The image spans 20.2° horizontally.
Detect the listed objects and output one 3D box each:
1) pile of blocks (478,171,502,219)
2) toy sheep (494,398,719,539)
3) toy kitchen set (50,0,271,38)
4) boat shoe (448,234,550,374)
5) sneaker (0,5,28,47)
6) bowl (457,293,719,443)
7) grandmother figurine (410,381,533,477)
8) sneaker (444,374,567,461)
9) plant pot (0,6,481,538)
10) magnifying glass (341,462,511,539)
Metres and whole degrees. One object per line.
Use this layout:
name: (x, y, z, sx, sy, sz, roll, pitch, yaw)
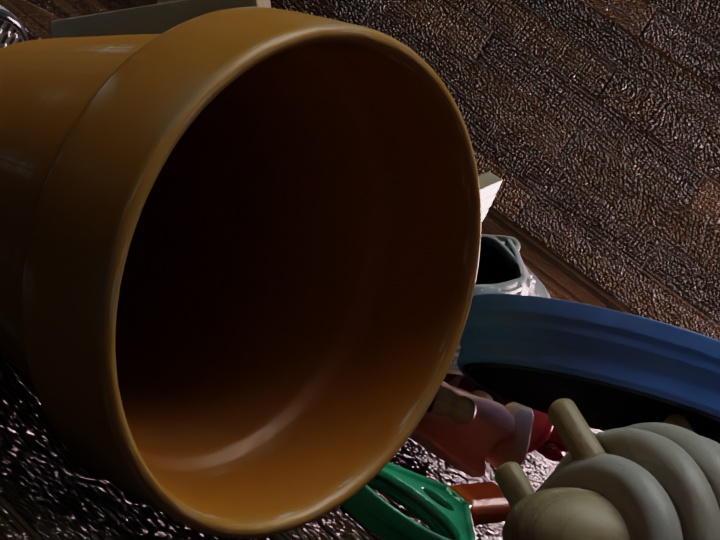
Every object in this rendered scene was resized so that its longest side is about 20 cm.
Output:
pile of blocks: (0.012, -0.015, 1.299, 0.062, 0.082, 0.200, 32, 49, 16)
toy sheep: (0.147, 0.137, 1.011, 0.199, 0.139, 0.138, 6, 24, -39)
toy kitchen set: (-0.131, -0.151, 1.581, 0.162, 0.202, 0.180, -7, -1, 12)
boat shoe: (0.088, 0.012, 1.323, 0.070, 0.072, 0.201, 1, 13, 10)
sneaker: (-0.300, -0.173, 1.238, 0.146, 0.077, 0.202, 40, 10, 23)
bowl: (0.148, 0.062, 1.134, 0.199, 0.040, 0.201, 15, -10, 3)
grandmother figurine: (0.018, 0.070, 1.180, 0.199, 0.061, 0.121, 24, -16, -41)
sneaker: (0.124, 0.093, 1.406, 0.115, 0.079, 0.200, 30, 9, -18)
plant pot: (-0.083, -0.016, 0.827, 0.183, 0.201, 0.200, 19, -4, 41)
magnifying glass: (0.041, 0.123, 1.058, 0.079, 0.022, 0.200, 37, 7, 20)
